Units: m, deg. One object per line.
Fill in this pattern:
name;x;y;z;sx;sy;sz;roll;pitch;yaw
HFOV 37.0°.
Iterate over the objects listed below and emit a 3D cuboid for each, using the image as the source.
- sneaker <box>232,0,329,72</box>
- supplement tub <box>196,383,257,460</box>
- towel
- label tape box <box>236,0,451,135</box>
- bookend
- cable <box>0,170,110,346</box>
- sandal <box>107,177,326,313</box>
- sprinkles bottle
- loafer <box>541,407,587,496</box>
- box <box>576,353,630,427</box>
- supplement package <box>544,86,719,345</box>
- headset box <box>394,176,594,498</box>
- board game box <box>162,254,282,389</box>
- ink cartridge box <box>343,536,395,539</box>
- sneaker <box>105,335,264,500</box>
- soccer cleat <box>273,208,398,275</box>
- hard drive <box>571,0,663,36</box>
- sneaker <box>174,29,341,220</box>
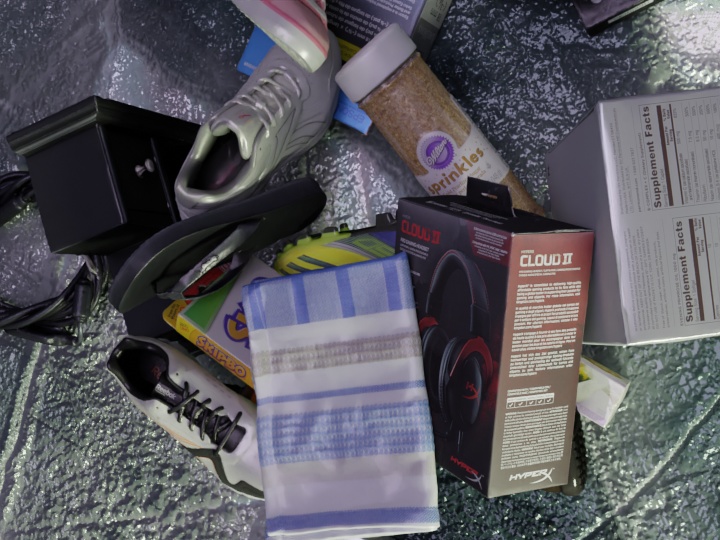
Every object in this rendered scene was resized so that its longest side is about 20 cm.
sneaker;-0.054;-0.239;0.847;0.105;0.075;0.201;-45;39;9
supplement tub;-0.044;0.149;0.925;0.196;0.107;0.109;9;93;19
towel;-0.018;0.097;0.793;0.144;0.024;0.204;-9;83;25
label tape box;-0.002;-0.236;0.935;0.143;0.063;0.203;28;101;18
bookend;-0.185;-0.028;0.928;0.091;0.199;0.202;-19;83;19
cable;-0.336;-0.018;1.062;0.197;0.051;0.166;14;94;20
sandal;-0.107;-0.018;0.855;0.198;0.076;0.043;-27;71;-23
sprinkles bottle;0.066;-0.101;0.872;0.068;0.068;0.201;-38;100;15
loafer;0.126;0.078;0.837;0.070;0.073;0.204;-10;88;19
box;0.128;0.062;0.898;0.198;0.041;0.039;30;100;18
supplement package;0.209;-0.030;0.772;0.109;0.200;0.159;-6;87;0
headset box;0.087;0.037;0.774;0.148;0.074;0.204;24;113;58
board game box;-0.058;0.061;0.874;0.198;0.096;0.030;33;138;14
ink cartridge box;0.039;0.335;0.930;0.197;0.057;0.165;26;98;10
sneaker;-0.127;0.118;0.862;0.198;0.080;0.074;30;85;21
soccer cleat;0.000;0.000;0.907;0.198;0.064;0.085;-12;93;42
hard drive;0.209;-0.313;0.873;0.138;0.038;0.203;-24;82;18
sneaker;-0.079;-0.117;0.865;0.077;0.099;0.202;32;85;6
